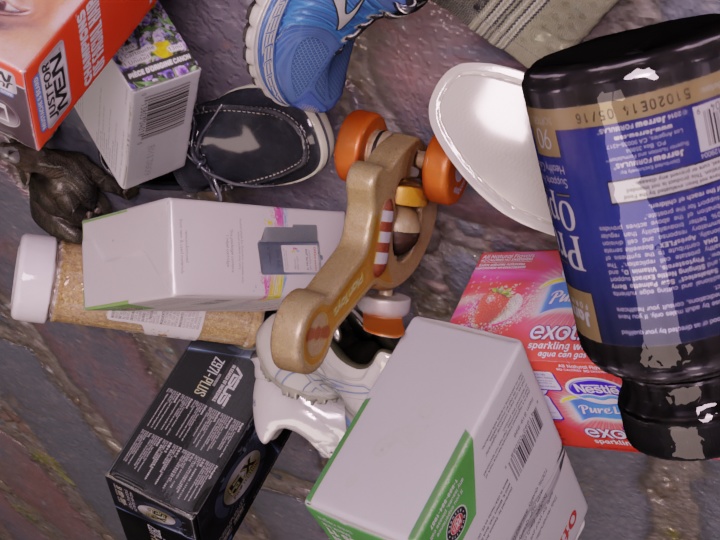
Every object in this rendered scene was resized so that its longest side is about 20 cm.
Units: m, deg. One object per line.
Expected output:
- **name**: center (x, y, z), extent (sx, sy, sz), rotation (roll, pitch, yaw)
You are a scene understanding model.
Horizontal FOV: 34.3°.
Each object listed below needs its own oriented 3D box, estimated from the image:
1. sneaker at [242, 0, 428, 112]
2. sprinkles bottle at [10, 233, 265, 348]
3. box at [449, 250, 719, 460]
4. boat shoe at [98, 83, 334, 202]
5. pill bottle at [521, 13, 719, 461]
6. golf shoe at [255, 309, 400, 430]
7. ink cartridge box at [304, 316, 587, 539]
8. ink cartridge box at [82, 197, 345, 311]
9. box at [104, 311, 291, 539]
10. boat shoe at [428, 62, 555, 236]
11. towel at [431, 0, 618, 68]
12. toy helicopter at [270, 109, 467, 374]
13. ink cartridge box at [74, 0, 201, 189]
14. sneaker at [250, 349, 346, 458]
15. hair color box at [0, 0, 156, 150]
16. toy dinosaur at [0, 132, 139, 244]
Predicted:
- **sneaker**: center (-0.001, -0.141, 0.568), extent (0.088, 0.079, 0.201), rotation (26, 148, 3)
- **sprinkles bottle**: center (-0.177, 0.018, 0.938), extent (0.197, 0.069, 0.068), rotation (8, 154, -17)
- **box**: center (0.163, 0.051, 0.754), extent (0.198, 0.096, 0.100), rotation (-2, 139, 41)
- **boat shoe**: center (-0.103, -0.084, 0.798), extent (0.198, 0.062, 0.075), rotation (4, 123, 36)
- **pill bottle**: center (0.154, -0.015, 0.579), extent (0.111, 0.111, 0.202), rotation (-2, 109, 41)
- **golf shoe**: center (-0.014, 0.054, 0.845), extent (0.199, 0.078, 0.098), rotation (27, 135, 47)
- **ink cartridge box**: center (0.065, 0.151, 0.745), extent (0.082, 0.147, 0.201), rotation (12, 146, 35)
- **ink cartridge box**: center (-0.088, -0.007, 0.851), extent (0.198, 0.068, 0.116), rotation (2, 172, -44)
- **box**: center (-0.128, 0.148, 1.032), extent (0.085, 0.201, 0.165), rotation (23, 148, 12)
- **boat shoe**: center (0.129, -0.054, 0.664), extent (0.198, 0.060, 0.074), rotation (28, 107, 1)
- **towel**: center (0.061, -0.200, 0.546), extent (0.191, 0.035, 0.200), rotation (31, 147, -9)
- **toy helicopter**: center (0.000, 0.000, 0.712), extent (0.078, 0.200, 0.134), rotation (14, 129, 22)
- **ink cartridge box**: center (-0.172, -0.165, 0.738), extent (0.201, 0.050, 0.109), rotation (58, 154, 17)
- **sneaker**: center (0.005, 0.112, 0.947), extent (0.197, 0.088, 0.074), rotation (8, -177, 10)
- **hair color box**: center (-0.160, -0.169, 0.597), extent (0.110, 0.201, 0.064), rotation (24, 149, 6)
- **toy dinosaur**: center (-0.243, -0.058, 0.973), extent (0.102, 0.077, 0.201), rotation (34, 156, 15)
